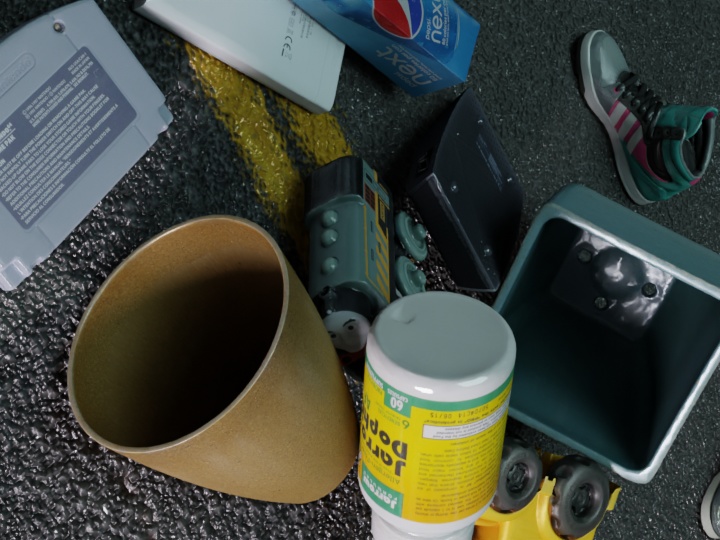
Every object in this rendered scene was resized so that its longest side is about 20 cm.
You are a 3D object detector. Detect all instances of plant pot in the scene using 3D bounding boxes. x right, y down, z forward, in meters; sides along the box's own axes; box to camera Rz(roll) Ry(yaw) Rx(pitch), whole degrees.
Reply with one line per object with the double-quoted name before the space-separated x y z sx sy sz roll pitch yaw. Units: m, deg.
"plant pot" -0.083 0.091 1.031 0.200 0.185 0.188 47 54 -45
"plant pot" 0.229 0.034 1.276 0.194 0.198 0.200 27 25 6

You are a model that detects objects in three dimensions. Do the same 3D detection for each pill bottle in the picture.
"pill bottle" 0.054 0.127 1.056 0.112 0.112 0.202 -34 141 -40

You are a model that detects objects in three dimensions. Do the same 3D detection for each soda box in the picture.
"soda box" 0.011 -0.232 1.187 0.199 0.067 0.065 33 63 -36

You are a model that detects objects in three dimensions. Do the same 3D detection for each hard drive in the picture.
"hard drive" -0.091 -0.232 1.156 0.199 0.027 0.134 26 67 -39
"hard drive" 0.097 -0.073 1.253 0.136 0.042 0.201 60 25 -19

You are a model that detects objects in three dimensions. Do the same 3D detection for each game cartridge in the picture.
"game cartridge" -0.233 -0.101 0.999 0.201 0.041 0.134 -53 122 -34

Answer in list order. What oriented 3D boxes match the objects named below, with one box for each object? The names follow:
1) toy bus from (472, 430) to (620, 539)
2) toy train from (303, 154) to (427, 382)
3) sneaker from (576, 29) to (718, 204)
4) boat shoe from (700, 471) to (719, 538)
"toy bus" 0.109 0.236 1.222 0.199 0.135 0.194 20 87 -38
"toy train" 0.000 0.000 1.139 0.114 0.085 0.202 46 31 -37
"sneaker" 0.311 -0.168 1.457 0.084 0.120 0.202 -40 111 -38
"boat shoe" 0.452 0.222 1.574 0.073 0.061 0.201 53 53 -24
